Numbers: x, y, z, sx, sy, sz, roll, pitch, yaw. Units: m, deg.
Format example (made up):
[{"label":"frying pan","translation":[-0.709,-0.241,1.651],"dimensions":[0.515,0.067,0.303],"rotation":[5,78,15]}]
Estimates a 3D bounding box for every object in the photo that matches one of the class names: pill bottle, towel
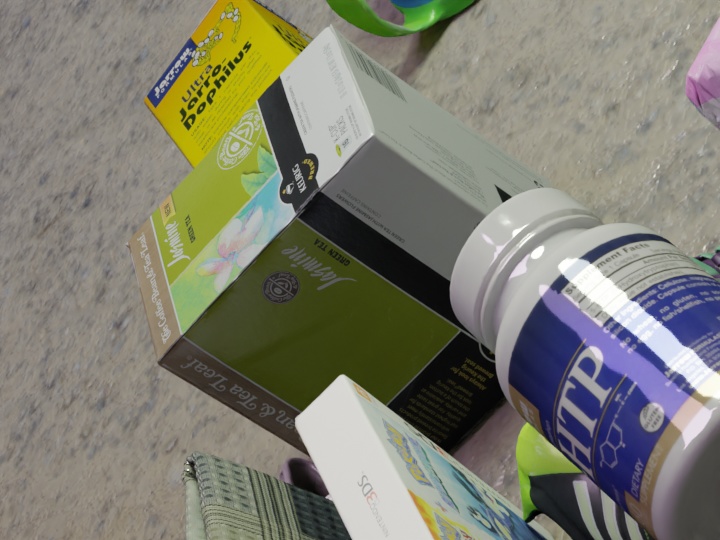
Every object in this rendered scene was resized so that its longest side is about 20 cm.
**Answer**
[{"label":"pill bottle","translation":[0.139,0.047,1.505],"dimensions":[0.120,0.120,0.200],"rotation":[-53,50,6]},{"label":"towel","translation":[-0.006,0.177,1.612],"dimensions":[0.200,0.191,0.035],"rotation":[-110,43,-69]}]

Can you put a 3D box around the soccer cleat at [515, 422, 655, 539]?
[{"label":"soccer cleat","translation":[0.159,0.135,1.575],"dimensions":[0.200,0.067,0.082],"rotation":[27,125,45]}]

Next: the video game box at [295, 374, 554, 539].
[{"label":"video game box","translation":[0.063,0.162,1.562],"dimensions":[0.047,0.182,0.200],"rotation":[-47,33,11]}]

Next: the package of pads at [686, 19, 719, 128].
[{"label":"package of pads","translation":[0.274,-0.160,1.623],"dimensions":[0.120,0.076,0.201],"rotation":[-2,50,56]}]

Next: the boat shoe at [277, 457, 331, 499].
[{"label":"boat shoe","translation":[-0.007,0.163,1.763],"dimensions":[0.200,0.072,0.066],"rotation":[-146,70,-67]}]

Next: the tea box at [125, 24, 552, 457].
[{"label":"tea box","translation":[0.000,0.000,1.782],"dimensions":[0.197,0.200,0.134],"rotation":[-45,33,17]}]

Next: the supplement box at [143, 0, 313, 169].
[{"label":"supplement box","translation":[-0.053,-0.097,2.034],"dimensions":[0.110,0.109,0.200],"rotation":[-52,31,8]}]

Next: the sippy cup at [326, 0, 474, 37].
[{"label":"sippy cup","translation":[0.030,-0.262,2.050],"dimensions":[0.139,0.130,0.179],"rotation":[-38,35,27]}]

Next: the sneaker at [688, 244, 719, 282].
[{"label":"sneaker","translation":[0.211,0.003,1.591],"dimensions":[0.201,0.087,0.074],"rotation":[-54,31,4]}]
